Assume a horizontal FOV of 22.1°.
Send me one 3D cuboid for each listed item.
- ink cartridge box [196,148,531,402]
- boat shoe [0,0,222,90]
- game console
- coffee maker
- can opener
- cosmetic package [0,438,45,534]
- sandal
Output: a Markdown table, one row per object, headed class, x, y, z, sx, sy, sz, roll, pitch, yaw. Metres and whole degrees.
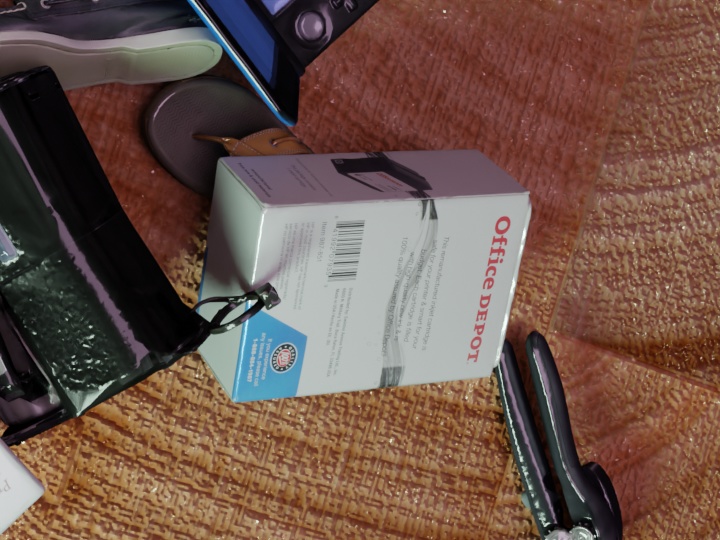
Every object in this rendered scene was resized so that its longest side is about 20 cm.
| class | x | y | z | sx | sy | sz | roll | pitch | yaw |
| --- | --- | --- | --- | --- | --- | --- | --- | --- | --- |
| ink cartridge box | 0.000 | 0.000 | 1.242 | 0.199 | 0.084 | 0.145 | -4 | 119 | -27 |
| boat shoe | -0.190 | -0.159 | 1.184 | 0.199 | 0.075 | 0.066 | -7 | 69 | -17 |
| game console | -0.066 | -0.221 | 1.208 | 0.171 | 0.118 | 0.200 | -44 | 112 | -16 |
| coffee maker | -0.185 | -0.023 | 1.139 | 0.192 | 0.135 | 0.200 | -30 | 98 | -11 |
| can opener | 0.142 | 0.141 | 1.383 | 0.063 | 0.079 | 0.200 | -20 | 103 | 16 |
| cosmetic package | -0.326 | 0.103 | 1.081 | 0.167 | 0.166 | 0.200 | -43 | 110 | -16 |
| sandal | -0.062 | -0.059 | 1.258 | 0.200 | 0.055 | 0.082 | 46 | 76 | -23 |
